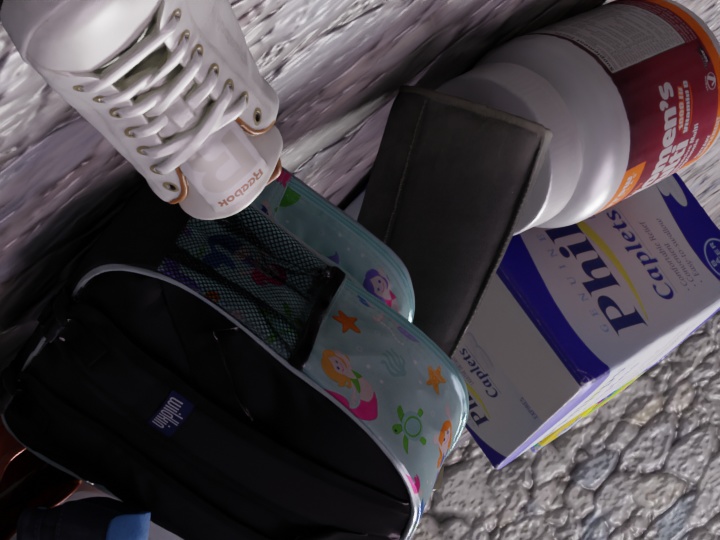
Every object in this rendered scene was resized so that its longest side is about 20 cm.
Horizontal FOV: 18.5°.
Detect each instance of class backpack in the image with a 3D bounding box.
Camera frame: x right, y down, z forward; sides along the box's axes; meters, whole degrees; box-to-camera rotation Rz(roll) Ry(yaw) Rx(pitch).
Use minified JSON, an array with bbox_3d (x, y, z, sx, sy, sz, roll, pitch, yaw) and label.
[{"bbox_3d":[-0.050,0.055,1.056,0.178,0.199,0.151,-50,-176,47],"label":"backpack"}]

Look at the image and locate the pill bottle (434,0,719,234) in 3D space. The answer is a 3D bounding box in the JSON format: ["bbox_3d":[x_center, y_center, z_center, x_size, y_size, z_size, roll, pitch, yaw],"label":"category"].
[{"bbox_3d":[0.123,-0.088,1.266,0.199,0.110,0.110,-26,165,-50],"label":"pill bottle"}]

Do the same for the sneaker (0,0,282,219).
[{"bbox_3d":[-0.062,-0.067,0.783,0.073,0.085,0.200,-36,169,5],"label":"sneaker"}]

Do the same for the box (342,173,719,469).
[{"bbox_3d":[0.114,-0.010,1.371,0.199,0.185,0.105,-28,168,-45],"label":"box"}]

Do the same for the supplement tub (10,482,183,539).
[{"bbox_3d":[-0.132,0.158,1.276,0.144,0.145,0.200,-39,-176,12],"label":"supplement tub"}]

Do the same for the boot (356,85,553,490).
[{"bbox_3d":[0.000,0.000,1.173,0.072,0.180,0.202,3,99,-61],"label":"boot"}]

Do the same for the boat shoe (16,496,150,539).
[{"bbox_3d":[-0.146,0.154,1.095,0.201,0.068,0.085,110,-9,-54],"label":"boat shoe"}]

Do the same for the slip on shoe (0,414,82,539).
[{"bbox_3d":[-0.145,0.078,1.138,0.200,0.061,0.075,-37,140,-39],"label":"slip on shoe"}]

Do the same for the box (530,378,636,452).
[{"bbox_3d":[0.266,0.074,2.487,0.192,0.122,0.200,-29,167,-46],"label":"box"}]
